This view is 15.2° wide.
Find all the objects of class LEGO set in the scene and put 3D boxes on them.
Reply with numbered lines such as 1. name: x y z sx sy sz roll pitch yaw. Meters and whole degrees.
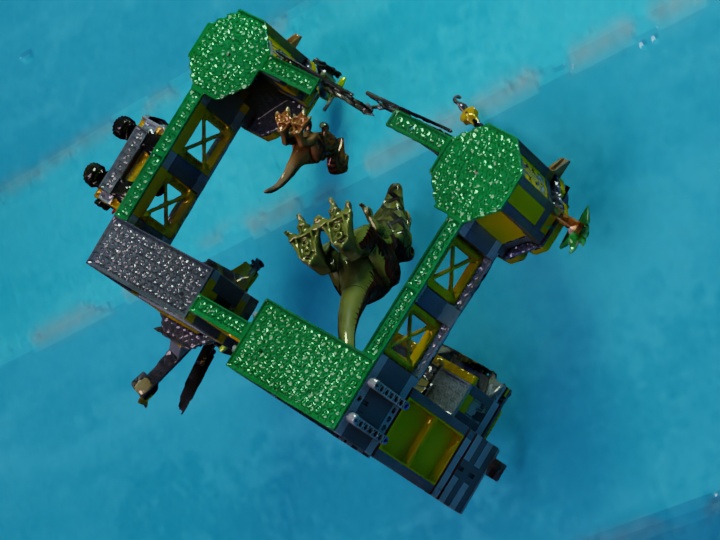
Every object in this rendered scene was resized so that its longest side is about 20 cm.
1. LEGO set: 0.000 0.000 1.028 0.199 0.116 0.154 18 78 36
